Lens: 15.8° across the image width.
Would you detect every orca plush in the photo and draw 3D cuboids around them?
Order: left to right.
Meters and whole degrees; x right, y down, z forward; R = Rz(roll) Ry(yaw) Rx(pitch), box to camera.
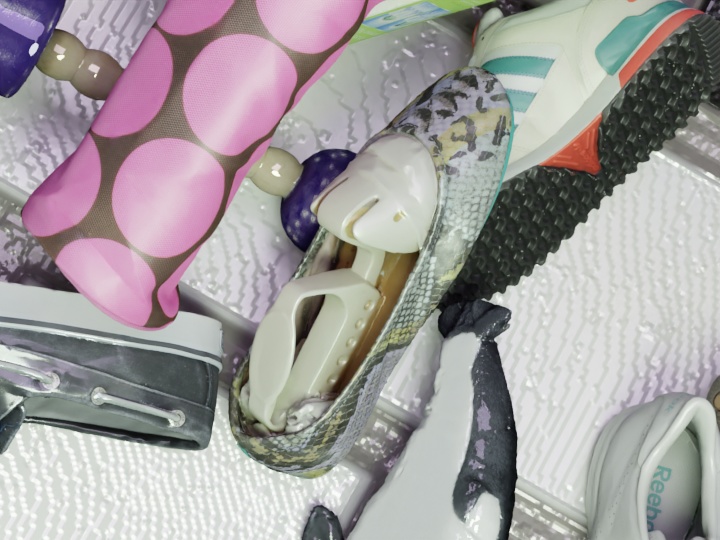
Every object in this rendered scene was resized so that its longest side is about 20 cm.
[{"bbox_3d":[0.034,0.116,1.154,0.105,0.071,0.200,-6,67,34],"label":"orca plush"}]

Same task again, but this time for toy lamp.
[{"bbox_3d":[-0.097,-0.075,1.148,0.200,0.058,0.058,30,73,-15],"label":"toy lamp"}]

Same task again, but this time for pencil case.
[{"bbox_3d":[-0.057,-0.074,1.081,0.091,0.094,0.200,43,101,28],"label":"pencil case"}]

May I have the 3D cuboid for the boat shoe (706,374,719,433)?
[{"bbox_3d":[0.243,0.111,1.175,0.073,0.074,0.200,-39,92,-23],"label":"boat shoe"}]

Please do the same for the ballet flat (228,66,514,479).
[{"bbox_3d":[0.000,0.000,1.117,0.072,0.072,0.200,27,101,-3],"label":"ballet flat"}]

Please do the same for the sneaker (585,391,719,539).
[{"bbox_3d":[0.128,0.150,1.136,0.075,0.088,0.200,6,76,-10],"label":"sneaker"}]

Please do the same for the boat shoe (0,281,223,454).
[{"bbox_3d":[-0.159,0.045,1.121,0.200,0.072,0.068,8,74,-16],"label":"boat shoe"}]

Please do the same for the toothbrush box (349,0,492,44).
[{"bbox_3d":[0.012,-0.184,1.149,0.200,0.086,0.146,-15,89,13],"label":"toothbrush box"}]

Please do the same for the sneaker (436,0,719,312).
[{"bbox_3d":[0.070,-0.066,1.198,0.200,0.070,0.093,-41,53,-3],"label":"sneaker"}]
